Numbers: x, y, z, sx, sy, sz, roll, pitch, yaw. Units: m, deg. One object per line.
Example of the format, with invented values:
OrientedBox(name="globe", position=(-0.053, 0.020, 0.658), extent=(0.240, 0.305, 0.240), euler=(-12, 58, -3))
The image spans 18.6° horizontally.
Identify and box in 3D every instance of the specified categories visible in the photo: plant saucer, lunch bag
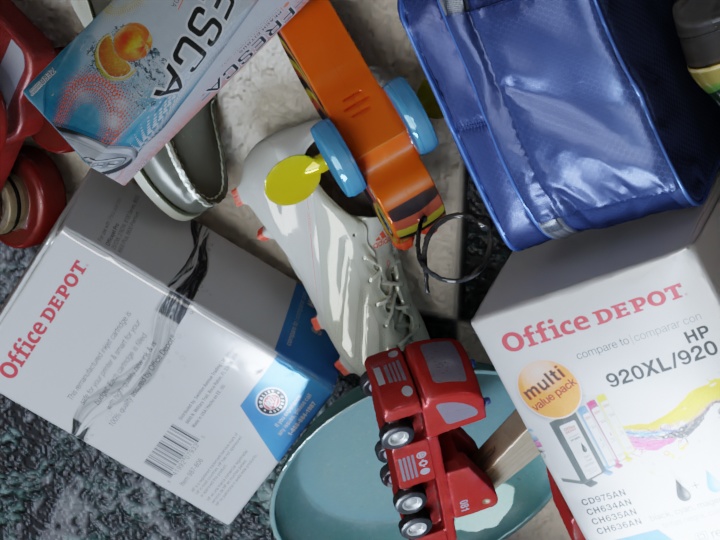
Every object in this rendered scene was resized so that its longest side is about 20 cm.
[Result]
OrientedBox(name="plant saucer", position=(0.035, 0.118, 1.372), extent=(0.198, 0.036, 0.201), euler=(-12, 137, -11))
OrientedBox(name="lunch bag", position=(0.103, -0.119, 1.204), extent=(0.132, 0.136, 0.201), euler=(-17, 110, 29))

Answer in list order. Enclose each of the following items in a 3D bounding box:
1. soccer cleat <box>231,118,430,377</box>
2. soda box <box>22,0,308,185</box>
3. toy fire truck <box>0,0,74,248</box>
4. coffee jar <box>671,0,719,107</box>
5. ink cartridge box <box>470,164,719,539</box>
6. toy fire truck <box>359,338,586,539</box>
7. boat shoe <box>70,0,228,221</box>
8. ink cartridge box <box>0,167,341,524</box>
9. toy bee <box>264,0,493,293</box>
OrientedBox(name="soccer cleat", position=(0.000, 0.000, 1.356), extent=(0.077, 0.069, 0.201), euler=(-29, 101, 28))
OrientedBox(name="soda box", position=(-0.094, -0.143, 1.252), extent=(0.200, 0.068, 0.064), euler=(-45, 76, 3))
OrientedBox(name="toy fire truck", position=(-0.264, -0.102, 1.396), extent=(0.168, 0.112, 0.201), euler=(47, 127, 23))
OrientedBox(name="coffee jar", position=(0.250, -0.082, 1.195), extent=(0.104, 0.085, 0.201), euler=(-20, 108, 29))
OrientedBox(name="ink cartridge box", position=(0.184, 0.057, 1.262), extent=(0.146, 0.145, 0.201), euler=(-20, 108, 30))
OrientedBox(name="toy fire truck", position=(0.081, 0.108, 1.316), extent=(0.140, 0.049, 0.201), euler=(-17, 138, -5))
OrientedBox(name="boat shoe", position=(-0.120, -0.126, 1.331), extent=(0.060, 0.072, 0.203), euler=(-9, 110, 31))
OrientedBox(name="ink cartridge box", position=(-0.126, 0.047, 1.401), extent=(0.199, 0.084, 0.145), euler=(31, 125, -10))
OrientedBox(name="toy bee", position=(0.008, -0.058, 1.290), extent=(0.130, 0.201, 0.109), euler=(-10, 157, 4))
